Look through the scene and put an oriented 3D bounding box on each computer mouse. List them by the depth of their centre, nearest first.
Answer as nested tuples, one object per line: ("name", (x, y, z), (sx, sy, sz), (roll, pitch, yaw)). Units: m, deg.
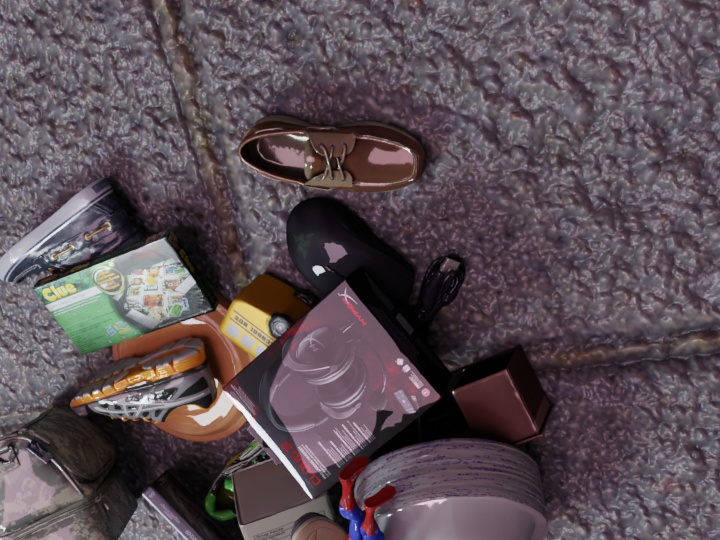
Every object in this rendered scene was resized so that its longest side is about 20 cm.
("computer mouse", (0.000, 0.000, 1.055), (0.199, 0.053, 0.139), (35, 118, 6))

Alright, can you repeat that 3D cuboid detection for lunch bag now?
("lunch bag", (-0.367, 0.258, 1.207), (0.138, 0.200, 0.170), (-25, 93, 0))

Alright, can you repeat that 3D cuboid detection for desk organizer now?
("desk organizer", (0.096, 0.158, 1.067), (0.198, 0.072, 0.078), (-26, 97, 27))

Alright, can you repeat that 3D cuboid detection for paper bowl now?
("paper bowl", (0.093, 0.263, 1.033), (0.197, 0.106, 0.202), (-3, 144, -2))

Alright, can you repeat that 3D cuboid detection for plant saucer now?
("plant saucer", (-0.208, 0.112, 1.190), (0.197, 0.032, 0.203), (8, 112, 19))

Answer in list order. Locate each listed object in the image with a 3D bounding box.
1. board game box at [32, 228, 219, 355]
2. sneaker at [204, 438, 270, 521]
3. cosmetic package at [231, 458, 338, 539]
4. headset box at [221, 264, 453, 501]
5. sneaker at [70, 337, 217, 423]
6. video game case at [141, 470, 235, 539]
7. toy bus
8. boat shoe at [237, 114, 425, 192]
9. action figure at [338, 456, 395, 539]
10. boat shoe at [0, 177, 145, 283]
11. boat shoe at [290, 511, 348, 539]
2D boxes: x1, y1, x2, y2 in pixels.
("board game box", (-0.266, 0.028, 1.135), (0.198, 0.024, 0.105), (-18, 121, 25))
("sneaker", (-0.106, 0.229, 1.163), (0.078, 0.085, 0.200), (43, 117, 1))
("cosmetic package", (-0.068, 0.310, 1.131), (0.102, 0.088, 0.202), (-17, 123, -6))
("headset box", (-0.030, 0.119, 1.013), (0.199, 0.077, 0.149), (-40, 89, 18))
("sneaker", (-0.252, 0.143, 1.160), (0.198, 0.078, 0.078), (-17, 112, 27))
("video game case", (-0.176, 0.324, 1.201), (0.019, 0.143, 0.200), (-43, 89, -5))
("toy bus", (-0.053, 0.088, 1.097), (0.199, 0.065, 0.079), (36, 125, 5))
("boat shoe", (-0.033, -0.111, 1.015), (0.197, 0.072, 0.077), (6, 111, 19))
("action figure", (0.008, 0.264, 0.960), (0.065, 0.051, 0.202), (36, 140, 33))
("boat shoe", (-0.341, -0.017, 1.171), (0.199, 0.071, 0.091), (-33, 98, 28))
("boat shoe", (-0.028, 0.316, 1.056), (0.072, 0.065, 0.201), (-38, 128, -10))
